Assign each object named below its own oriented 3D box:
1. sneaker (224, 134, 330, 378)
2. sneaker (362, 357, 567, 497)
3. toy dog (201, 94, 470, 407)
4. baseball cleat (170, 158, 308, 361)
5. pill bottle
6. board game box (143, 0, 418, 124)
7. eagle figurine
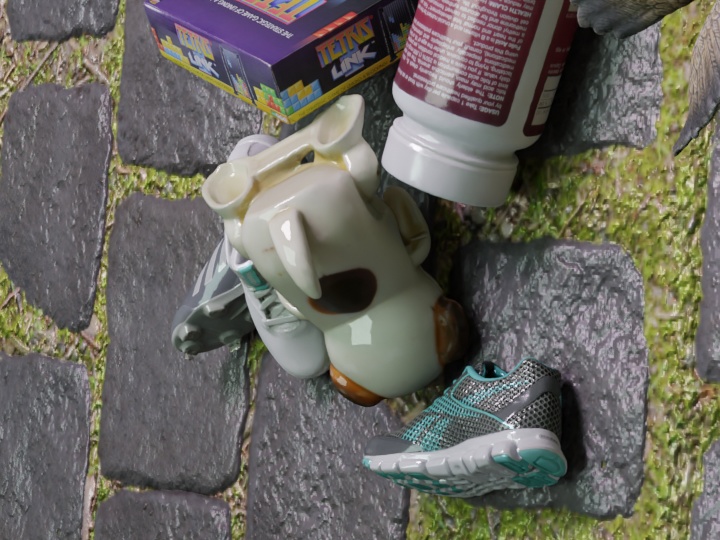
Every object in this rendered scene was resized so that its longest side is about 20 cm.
[{"bbox_3d":[-0.073,0.000,1.788,0.075,0.089,0.201,-11,106,19],"label":"sneaker"},{"bbox_3d":[0.080,0.112,1.650,0.199,0.077,0.092,-12,61,48],"label":"sneaker"},{"bbox_3d":[0.000,0.000,1.679,0.139,0.200,0.194,-33,24,3],"label":"toy dog"},{"bbox_3d":[-0.095,-0.016,1.899,0.200,0.069,0.107,-43,47,30],"label":"baseball cleat"},{"bbox_3d":[0.089,-0.155,1.620,0.114,0.114,0.201,37,114,49],"label":"pill bottle"},{"bbox_3d":[-0.049,-0.201,1.770,0.200,0.165,0.057,30,145,50],"label":"board game box"},{"bbox_3d":[0.234,-0.185,1.395,0.199,0.151,0.152,-31,12,5],"label":"eagle figurine"}]
